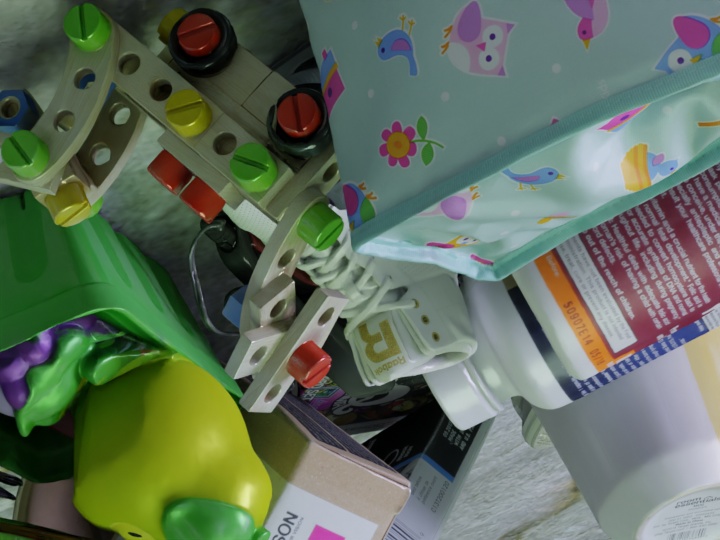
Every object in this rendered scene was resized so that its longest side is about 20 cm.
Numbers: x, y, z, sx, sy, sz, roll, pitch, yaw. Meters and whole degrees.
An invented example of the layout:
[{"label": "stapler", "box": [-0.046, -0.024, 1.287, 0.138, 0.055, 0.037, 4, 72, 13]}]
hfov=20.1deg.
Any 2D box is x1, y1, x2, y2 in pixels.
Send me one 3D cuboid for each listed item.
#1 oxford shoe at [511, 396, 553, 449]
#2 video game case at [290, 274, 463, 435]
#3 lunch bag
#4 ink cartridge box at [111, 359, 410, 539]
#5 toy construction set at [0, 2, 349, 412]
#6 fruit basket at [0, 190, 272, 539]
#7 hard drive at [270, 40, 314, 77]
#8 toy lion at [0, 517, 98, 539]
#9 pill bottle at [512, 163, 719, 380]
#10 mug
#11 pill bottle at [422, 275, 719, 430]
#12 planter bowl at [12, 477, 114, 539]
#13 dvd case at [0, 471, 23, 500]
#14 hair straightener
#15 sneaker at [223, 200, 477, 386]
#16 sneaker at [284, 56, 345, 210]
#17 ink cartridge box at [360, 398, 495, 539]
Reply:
[{"label": "oxford shoe", "box": [0.147, 0.055, 1.405, 0.075, 0.058, 0.200, -14, 153, -23]}, {"label": "video game case", "box": [0.039, 0.054, 1.348, 0.180, 0.036, 0.200, -7, 155, -27]}, {"label": "lunch bag", "box": [0.081, -0.112, 0.813, 0.200, 0.171, 0.122, -29, 154, 33]}, {"label": "ink cartridge box", "box": [-0.076, 0.169, 1.150, 0.075, 0.201, 0.165, 28, 180, -28]}, {"label": "toy construction set", "box": [-0.077, -0.037, 0.875, 0.131, 0.200, 0.092, -48, 171, -5]}, {"label": "fruit basket", "box": [-0.135, 0.076, 1.052, 0.155, 0.217, 0.216, -21, 158, 10]}, {"label": "hard drive", "box": [0.050, -0.091, 1.031, 0.132, 0.027, 0.200, -31, 155, 29]}, {"label": "toy lion", "box": [-0.195, 0.151, 1.095, 0.191, 0.069, 0.200, 12, 174, -15]}, {"label": "pill bottle", "box": [0.175, -0.036, 1.077, 0.199, 0.115, 0.114, -29, 157, 6]}, {"label": "mug", "box": [0.200, 0.085, 1.274, 0.186, 0.154, 0.149, -36, 140, 23]}, {"label": "pill bottle", "box": [0.129, 0.013, 1.198, 0.199, 0.111, 0.111, -28, 156, 9]}, {"label": "planter bowl", "box": [-0.118, 0.156, 1.299, 0.199, 0.201, 0.135, -16, -175, -5]}, {"label": "dvd case", "box": [-0.260, 0.089, 1.067, 0.148, 0.016, 0.200, 18, 171, 0]}, {"label": "hair straightener", "box": [-0.037, 0.029, 1.138, 0.041, 0.077, 0.200, -11, 149, 24]}, {"label": "sneaker", "box": [0.000, 0.000, 1.090, 0.073, 0.116, 0.200, -28, 154, 28]}, {"label": "sneaker", "box": [0.030, -0.059, 0.985, 0.199, 0.075, 0.087, 11, 159, -33]}, {"label": "ink cartridge box", "box": [-0.011, 0.189, 1.365, 0.043, 0.198, 0.200, 40, 136, -11]}]
